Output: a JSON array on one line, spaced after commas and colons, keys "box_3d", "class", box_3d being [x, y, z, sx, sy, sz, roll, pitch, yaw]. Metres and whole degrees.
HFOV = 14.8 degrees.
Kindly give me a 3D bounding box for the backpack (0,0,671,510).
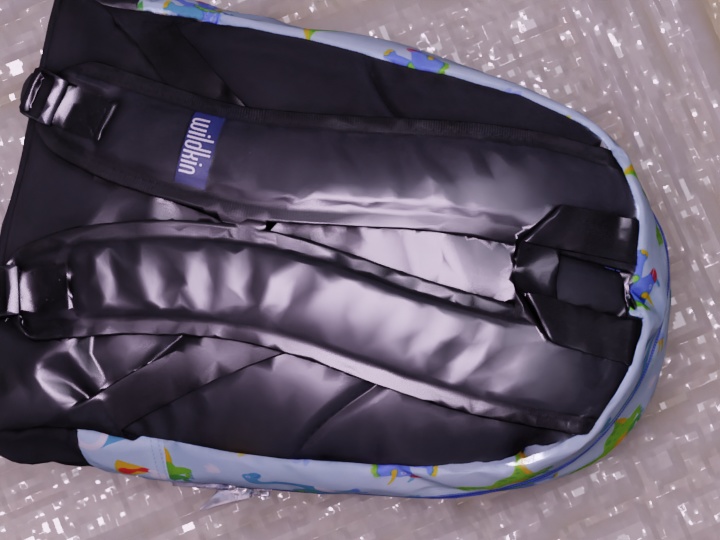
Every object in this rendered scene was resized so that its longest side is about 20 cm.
[{"box_3d": [0.000, 0.000, 0.879, 0.200, 0.154, 0.164, 3, 76, 21], "class": "backpack"}]
